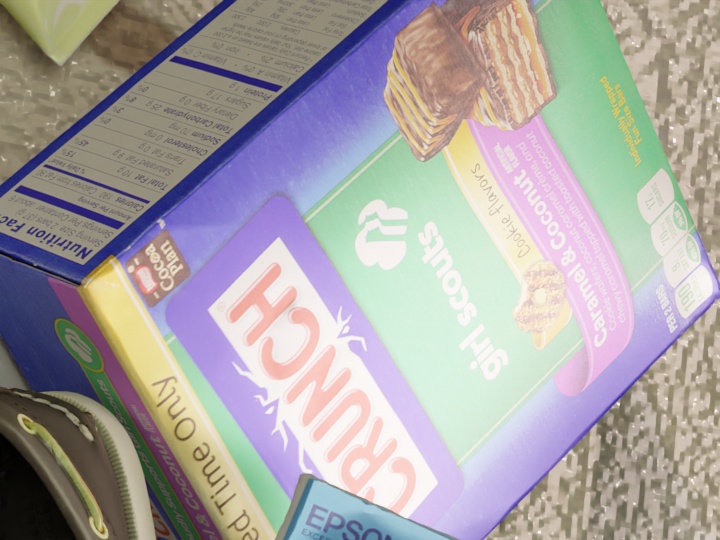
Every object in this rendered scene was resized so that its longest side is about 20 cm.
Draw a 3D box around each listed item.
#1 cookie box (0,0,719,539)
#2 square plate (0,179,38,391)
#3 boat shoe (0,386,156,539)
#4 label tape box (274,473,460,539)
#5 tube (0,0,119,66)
[{"bbox_3d":[0.000,0.000,0.841,0.200,0.075,0.171,-43,125,-24],"label":"cookie box"},{"bbox_3d":[-0.130,0.045,0.774,0.028,0.200,0.198,-10,69,24],"label":"square plate"},{"bbox_3d":[-0.076,0.128,0.727,0.072,0.061,0.201,-22,77,16],"label":"boat shoe"},{"bbox_3d":[0.002,0.171,0.794,0.143,0.066,0.200,23,90,-12],"label":"label tape box"},{"bbox_3d":[-0.151,-0.158,0.899,0.200,0.052,0.058,41,107,-7],"label":"tube"}]
